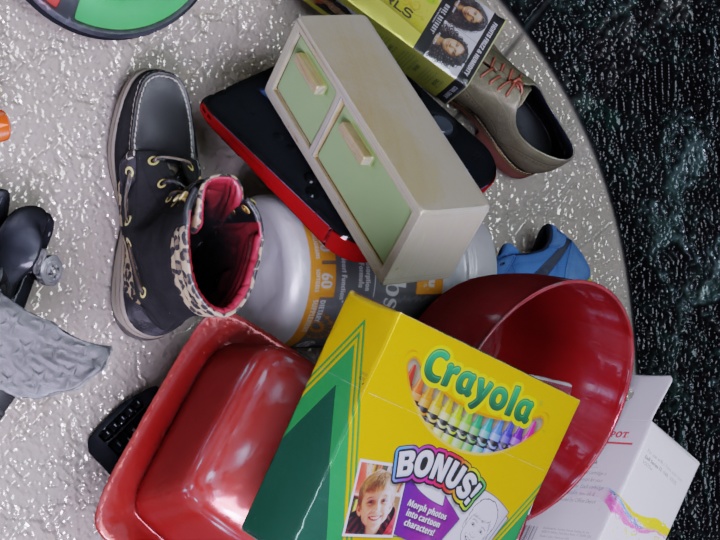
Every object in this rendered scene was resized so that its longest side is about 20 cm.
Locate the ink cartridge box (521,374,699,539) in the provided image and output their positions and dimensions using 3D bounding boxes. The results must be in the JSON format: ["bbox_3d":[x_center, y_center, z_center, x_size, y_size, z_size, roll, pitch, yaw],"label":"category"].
[{"bbox_3d":[0.187,0.182,1.712,0.067,0.117,0.201,40,67,-28],"label":"ink cartridge box"}]

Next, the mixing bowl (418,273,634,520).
[{"bbox_3d":[0.100,0.081,1.644,0.199,0.108,0.202,-23,126,-35],"label":"mixing bowl"}]

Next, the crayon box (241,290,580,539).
[{"bbox_3d":[0.037,0.129,1.461,0.199,0.058,0.174,26,90,-44],"label":"crayon box"}]

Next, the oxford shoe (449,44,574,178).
[{"bbox_3d":[0.106,-0.160,1.783,0.200,0.075,0.071,45,65,-24],"label":"oxford shoe"}]

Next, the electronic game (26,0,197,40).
[{"bbox_3d":[-0.187,-0.270,1.607,0.199,0.041,0.202,2,86,-35],"label":"electronic game"}]

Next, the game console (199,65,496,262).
[{"bbox_3d":[-0.004,-0.098,1.655,0.177,0.031,0.199,47,41,12],"label":"game console"}]

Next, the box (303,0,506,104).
[{"bbox_3d":[0.012,-0.220,1.704,0.199,0.050,0.076,36,68,-8],"label":"box"}]

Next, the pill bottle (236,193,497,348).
[{"bbox_3d":[0.000,0.000,1.677,0.198,0.116,0.118,-1,88,-34],"label":"pill bottle"}]

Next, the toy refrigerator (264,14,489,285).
[{"bbox_3d":[0.007,-0.090,1.576,0.069,0.076,0.201,-5,51,-35],"label":"toy refrigerator"}]

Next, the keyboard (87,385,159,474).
[{"bbox_3d":[-0.098,0.161,1.600,0.200,0.040,0.104,44,63,2],"label":"keyboard"}]

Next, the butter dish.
[{"bbox_3d":[-0.050,0.141,1.525,0.199,0.148,0.200,36,63,-14],"label":"butter dish"}]

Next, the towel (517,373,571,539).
[{"bbox_3d":[0.071,0.164,1.563,0.143,0.023,0.202,14,98,-46],"label":"towel"}]

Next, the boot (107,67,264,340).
[{"bbox_3d":[-0.126,-0.052,1.568,0.073,0.150,0.202,7,83,-27],"label":"boot"}]

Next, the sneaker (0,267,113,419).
[{"bbox_3d":[-0.274,0.035,1.474,0.199,0.060,0.105,38,84,0],"label":"sneaker"}]

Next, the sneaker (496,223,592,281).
[{"bbox_3d":[0.108,0.032,1.787,0.200,0.066,0.079,-36,96,-31],"label":"sneaker"}]

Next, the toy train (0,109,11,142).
[{"bbox_3d":[-0.339,-0.120,1.489,0.200,0.055,0.151,40,68,-23],"label":"toy train"}]

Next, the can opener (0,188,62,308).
[{"bbox_3d":[-0.265,0.043,1.534,0.063,0.078,0.202,42,62,-69],"label":"can opener"}]
